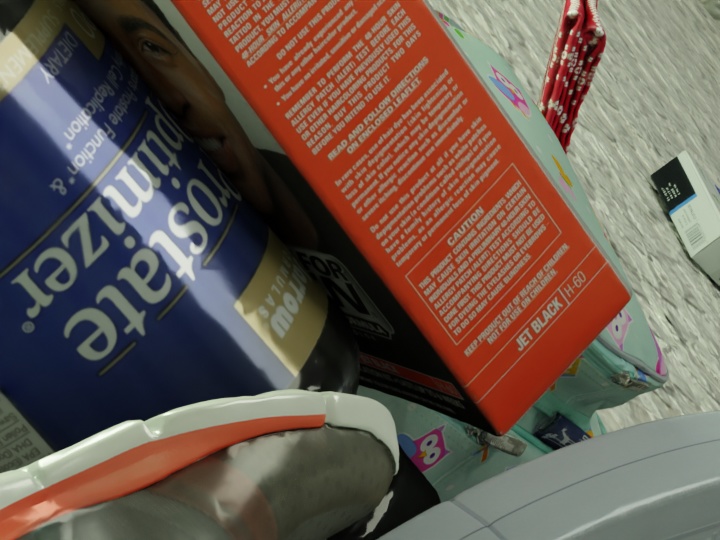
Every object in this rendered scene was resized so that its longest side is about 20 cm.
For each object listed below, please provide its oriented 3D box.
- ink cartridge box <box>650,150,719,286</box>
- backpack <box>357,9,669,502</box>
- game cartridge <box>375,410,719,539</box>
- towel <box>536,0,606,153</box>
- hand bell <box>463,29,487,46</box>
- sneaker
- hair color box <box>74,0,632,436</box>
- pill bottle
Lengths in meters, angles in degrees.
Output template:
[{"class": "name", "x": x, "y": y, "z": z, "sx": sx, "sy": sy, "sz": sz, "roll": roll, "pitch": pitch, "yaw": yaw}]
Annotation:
[{"class": "ink cartridge box", "x": 0.296, "y": 0.000, "z": 2.209, "sx": 0.200, "sy": 0.039, "sz": 0.100, "roll": 40, "pitch": 19, "yaw": -39}, {"class": "backpack", "x": 0.000, "y": 0.000, "z": 0.999, "sx": 0.200, "sy": 0.153, "sz": 0.176, "roll": 20, "pitch": 40, "yaw": -53}, {"class": "game cartridge", "x": 0.068, "y": 0.108, "z": 0.818, "sx": 0.200, "sy": 0.133, "sz": 0.041, "roll": -12, "pitch": 39, "yaw": -38}, {"class": "towel", "x": 0.079, "y": -0.033, "z": 1.309, "sx": 0.022, "sy": 0.200, "sz": 0.145, "roll": 14, "pitch": 17, "yaw": 1}, {"class": "hand bell", "x": 0.011, "y": -0.083, "z": 1.405, "sx": 0.104, "sy": 0.104, "sz": 0.200, "roll": 50, "pitch": 2, "yaw": -14}, {"class": "sneaker", "x": -0.065, "y": 0.083, "z": 0.667, "sx": 0.200, "sy": 0.077, "sz": 0.082, "roll": -16, "pitch": 83, "yaw": -41}, {"class": "hair color box", "x": -0.020, "y": -0.051, "z": 0.801, "sx": 0.200, "sy": 0.061, "sz": 0.101, "roll": 53, "pitch": -19, "yaw": -26}, {"class": "pill bottle", "x": -0.072, "y": 0.018, "z": 0.785, "sx": 0.200, "sy": 0.112, "sz": 0.112, "roll": 49, "pitch": 14, "yaw": -17}]
